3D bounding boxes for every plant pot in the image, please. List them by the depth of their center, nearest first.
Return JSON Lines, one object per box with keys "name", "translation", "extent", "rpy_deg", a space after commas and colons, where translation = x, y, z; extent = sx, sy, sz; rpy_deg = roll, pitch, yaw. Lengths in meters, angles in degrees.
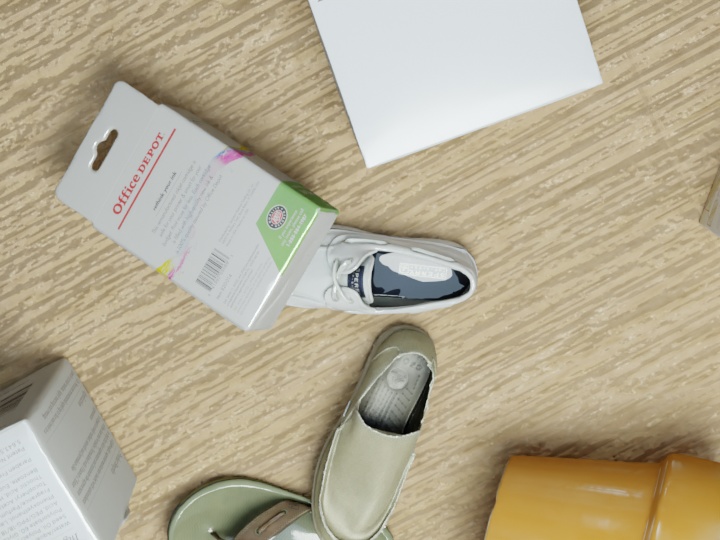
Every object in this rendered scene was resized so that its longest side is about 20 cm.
{"name": "plant pot", "translation": [0.197, 0.238, 1.335], "extent": [0.181, 0.200, 0.202], "rpy_deg": [13, 101, 11]}

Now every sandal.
{"name": "sandal", "translation": [-0.067, 0.229, 1.382], "extent": [0.199, 0.057, 0.081], "rpy_deg": [8, 100, -3]}

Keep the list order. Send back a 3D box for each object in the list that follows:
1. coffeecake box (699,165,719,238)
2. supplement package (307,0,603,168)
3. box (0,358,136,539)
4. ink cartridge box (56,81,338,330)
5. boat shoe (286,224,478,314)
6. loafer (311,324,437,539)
{"name": "coffeecake box", "translation": [0.372, -0.031, 1.272], "extent": [0.152, 0.200, 0.074], "rpy_deg": [18, 100, -5]}
{"name": "supplement package", "translation": [0.070, -0.192, 1.280], "extent": [0.198, 0.111, 0.157], "rpy_deg": [-19, 100, 3]}
{"name": "box", "translation": [-0.302, 0.192, 1.297], "extent": [0.199, 0.199, 0.131], "rpy_deg": [-29, 100, 4]}
{"name": "ink cartridge box", "translation": [-0.133, -0.054, 1.300], "extent": [0.199, 0.067, 0.118], "rpy_deg": [34, 99, 11]}
{"name": "boat shoe", "translation": [0.000, 0.000, 1.337], "extent": [0.198, 0.065, 0.074], "rpy_deg": [-3, 101, 0]}
{"name": "loafer", "translation": [0.011, 0.142, 1.348], "extent": [0.075, 0.068, 0.202], "rpy_deg": [18, 88, -4]}
